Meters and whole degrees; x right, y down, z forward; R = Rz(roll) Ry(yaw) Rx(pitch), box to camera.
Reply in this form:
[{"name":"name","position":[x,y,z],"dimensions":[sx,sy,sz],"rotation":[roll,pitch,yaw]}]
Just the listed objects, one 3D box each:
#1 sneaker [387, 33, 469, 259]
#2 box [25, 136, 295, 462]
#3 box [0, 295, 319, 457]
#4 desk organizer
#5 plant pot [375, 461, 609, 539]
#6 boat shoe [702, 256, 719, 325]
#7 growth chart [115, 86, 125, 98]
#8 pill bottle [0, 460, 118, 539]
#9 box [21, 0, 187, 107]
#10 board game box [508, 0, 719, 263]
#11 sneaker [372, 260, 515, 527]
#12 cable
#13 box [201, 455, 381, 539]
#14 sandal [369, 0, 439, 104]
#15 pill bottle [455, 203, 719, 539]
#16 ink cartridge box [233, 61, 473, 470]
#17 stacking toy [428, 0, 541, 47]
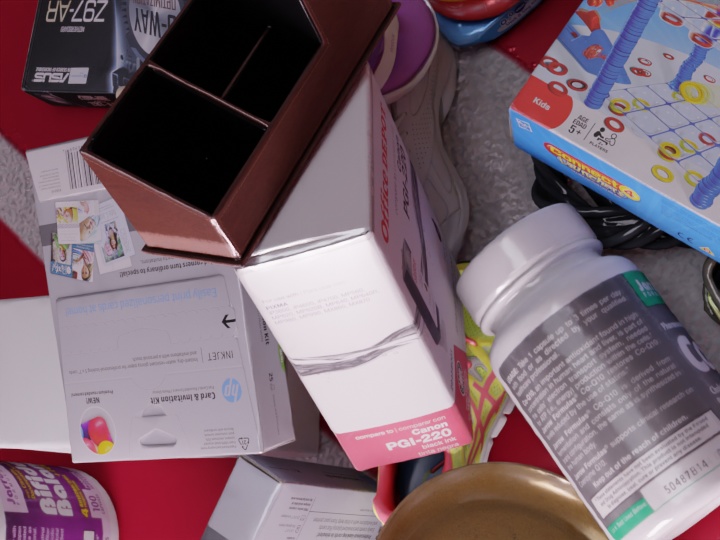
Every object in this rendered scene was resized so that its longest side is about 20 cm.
[{"name":"sneaker","position":[0.021,-0.088,0.916],"dimensions":[0.077,0.099,0.202],"rotation":[-14,72,29]},{"name":"box","position":[-0.125,0.013,0.798],"dimensions":[0.155,0.041,0.202],"rotation":[-8,90,32]},{"name":"box","position":[-0.149,0.079,0.941],"dimensions":[0.198,0.152,0.108],"rotation":[-4,78,26]},{"name":"desk organizer","position":[-0.060,-0.106,0.701],"dimensions":[0.071,0.077,0.201],"rotation":[7,55,33]},{"name":"plant pot","position":[0.095,0.215,0.793],"dimensions":[0.198,0.028,0.202],"rotation":[6,57,-10]},{"name":"boat shoe","position":[0.286,0.055,0.769],"dimensions":[0.201,0.060,0.072],"rotation":[41,98,28]},{"name":"growth chart","position":[-0.118,-0.054,0.959],"dimensions":[0.018,0.146,0.200],"rotation":[-33,45,-21]},{"name":"pill bottle","position":[-0.279,0.196,0.956],"dimensions":[0.111,0.200,0.114],"rotation":[-6,76,26]},{"name":"box","position":[-0.182,-0.218,1.085],"dimensions":[0.198,0.043,0.162],"rotation":[6,82,29]},{"name":"board game box","position":[0.224,-0.117,0.785],"dimensions":[0.199,0.056,0.197],"rotation":[32,79,20]},{"name":"sneaker","position":[0.055,0.088,0.866],"dimensions":[0.077,0.090,0.202],"rotation":[4,77,31]},{"name":"cable","position":[0.191,-0.110,0.868],"dimensions":[0.162,0.051,0.202],"rotation":[-2,78,34]},{"name":"box","position":[-0.067,0.225,0.856],"dimensions":[0.041,0.156,0.201],"rotation":[27,92,31]},{"name":"sandal","position":[-0.010,-0.141,0.836],"dimensions":[0.083,0.202,0.050],"rotation":[51,142,3]},{"name":"pill bottle","position":[0.151,0.065,0.800],"dimensions":[0.113,0.113,0.201],"rotation":[-40,70,15]},{"name":"ink cartridge box","position":[0.000,0.000,0.776],"dimensions":[0.084,0.201,0.147],"rotation":[-15,45,15]},{"name":"stacking toy","position":[0.055,-0.247,0.876],"dimensions":[0.116,0.200,0.110],"rotation":[-40,64,12]}]
